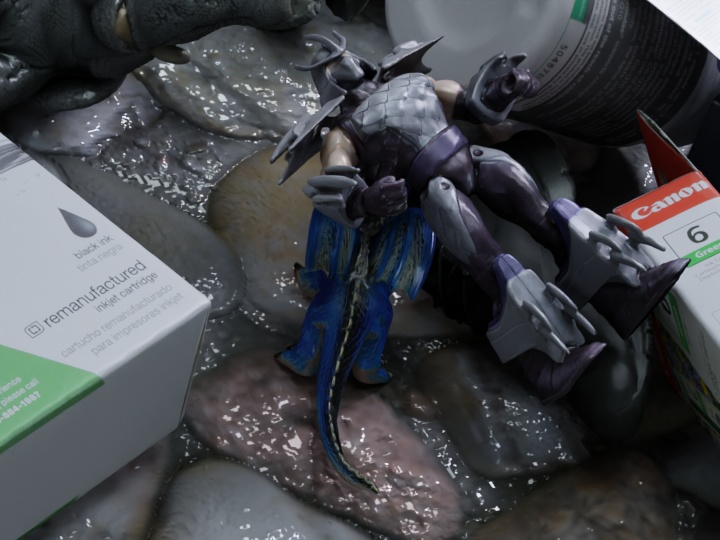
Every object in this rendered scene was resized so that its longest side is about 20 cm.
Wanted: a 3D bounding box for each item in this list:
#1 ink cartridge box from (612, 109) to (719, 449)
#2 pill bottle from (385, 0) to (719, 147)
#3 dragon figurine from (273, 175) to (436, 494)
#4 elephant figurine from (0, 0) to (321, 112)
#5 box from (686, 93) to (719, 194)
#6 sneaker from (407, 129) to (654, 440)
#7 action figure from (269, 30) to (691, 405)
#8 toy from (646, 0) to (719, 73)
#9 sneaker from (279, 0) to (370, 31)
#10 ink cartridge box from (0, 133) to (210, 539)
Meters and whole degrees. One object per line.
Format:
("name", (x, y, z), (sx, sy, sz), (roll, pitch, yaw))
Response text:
("ink cartridge box", (0.164, 0.019, 0.941), (0.050, 0.109, 0.200), (-25, 37, -3))
("pill bottle", (0.114, -0.126, 1.025), (0.199, 0.113, 0.113), (11, 36, -49))
("dragon figurine", (0.000, 0.000, 0.927), (0.058, 0.100, 0.201), (14, 44, -4))
("elephant figurine", (-0.147, -0.132, 0.990), (0.199, 0.142, 0.156), (-20, 70, -26))
("box", (0.291, -0.050, 1.071), (0.182, 0.104, 0.200), (36, 46, 16))
("sneaker", (0.079, 0.012, 0.973), (0.090, 0.076, 0.200), (-8, 40, -17))
("action figure", (0.046, -0.040, 0.887), (0.200, 0.069, 0.130), (44, 65, 11))
("toy", (0.227, -0.087, 0.979), (0.200, 0.047, 0.115), (40, 45, 15))
("sneaker", (-0.035, -0.214, 1.098), (0.060, 0.104, 0.201), (2, 67, -19))
("ink cartridge box", (-0.187, 0.015, 0.834), (0.200, 0.084, 0.146), (37, 46, 19))
